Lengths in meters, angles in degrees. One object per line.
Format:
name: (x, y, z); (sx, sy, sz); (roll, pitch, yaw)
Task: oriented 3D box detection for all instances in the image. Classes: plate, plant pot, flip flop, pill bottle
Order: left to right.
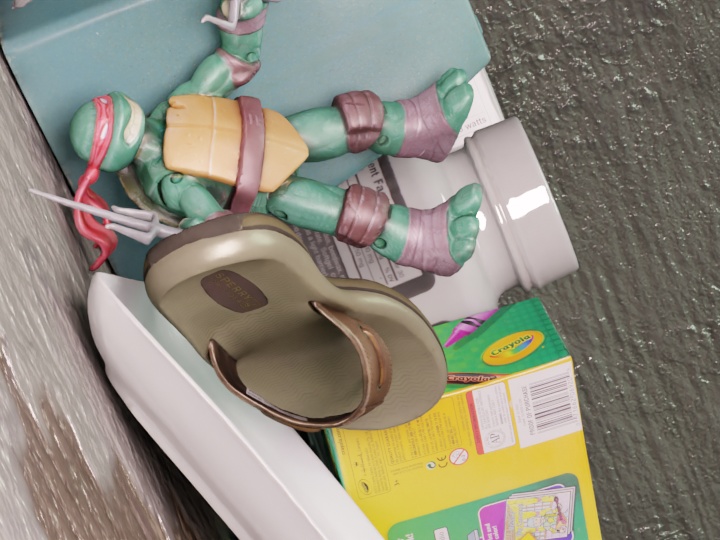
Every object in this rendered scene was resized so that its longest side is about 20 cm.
plant pot: (-0.051, -0.114, 1.261); (0.141, 0.199, 0.142); (-107, 173, -60)
plate: (-0.042, 0.087, 1.141); (0.200, 0.032, 0.200); (49, 1, 4)
flip flop: (-0.023, 0.034, 1.117); (0.200, 0.081, 0.058); (42, 23, -59)
pill bottle: (0.000, 0.000, 1.314); (0.111, 0.199, 0.111); (-22, 90, -88)

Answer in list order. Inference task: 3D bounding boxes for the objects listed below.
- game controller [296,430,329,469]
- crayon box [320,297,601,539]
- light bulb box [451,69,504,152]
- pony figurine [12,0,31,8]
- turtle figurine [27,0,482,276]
game controller: (-0.017, 0.153, 1.513); (0.105, 0.042, 0.201); (88, -15, -56)
crayon box: (0.053, 0.123, 1.298); (0.058, 0.118, 0.201); (-114, -170, -58)
light bulb box: (-0.040, -0.138, 1.610); (0.125, 0.197, 0.201); (-114, -178, -88)
pony figurine: (-0.126, -0.202, 1.061); (0.167, 0.200, 0.193); (60, -11, -12)
turtle figurine: (-0.049, -0.056, 1.163); (0.101, 0.199, 0.150); (147, -52, -65)
